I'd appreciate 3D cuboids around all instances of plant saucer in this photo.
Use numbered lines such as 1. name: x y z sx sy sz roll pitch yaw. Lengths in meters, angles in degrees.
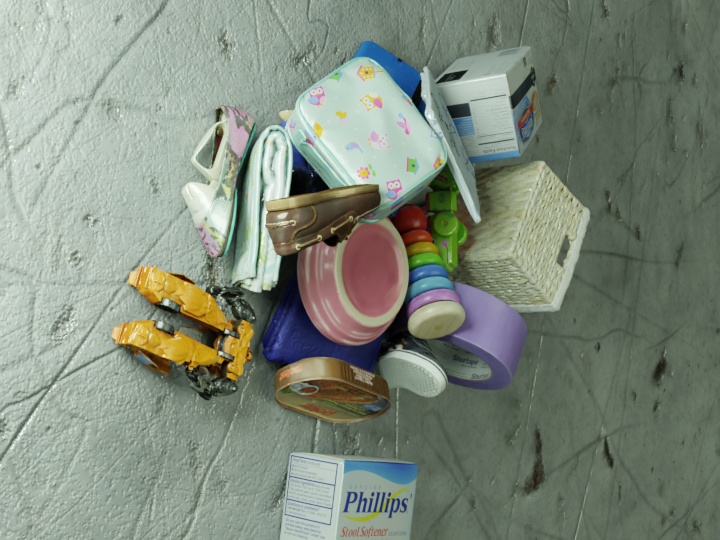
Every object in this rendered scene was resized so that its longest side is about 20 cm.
1. plant saucer: 0.000 0.000 1.562 0.199 0.050 0.204 5 84 -47

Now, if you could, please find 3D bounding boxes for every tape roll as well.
1. tape roll: 0.150 0.100 1.766 0.200 0.198 0.086 45 59 -42

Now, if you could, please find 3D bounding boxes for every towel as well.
1. towel: -0.042 0.076 1.613 0.199 0.049 0.149 22 91 -44
2. towel: -0.127 -0.073 1.455 0.047 0.171 0.203 8 87 -13

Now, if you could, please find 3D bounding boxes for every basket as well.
1. basket: 0.235 -0.054 1.874 0.161 0.198 0.200 43 59 -36

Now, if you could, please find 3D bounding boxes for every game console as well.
1. game console: 0.028 -0.211 1.692 0.169 0.119 0.201 32 41 -6

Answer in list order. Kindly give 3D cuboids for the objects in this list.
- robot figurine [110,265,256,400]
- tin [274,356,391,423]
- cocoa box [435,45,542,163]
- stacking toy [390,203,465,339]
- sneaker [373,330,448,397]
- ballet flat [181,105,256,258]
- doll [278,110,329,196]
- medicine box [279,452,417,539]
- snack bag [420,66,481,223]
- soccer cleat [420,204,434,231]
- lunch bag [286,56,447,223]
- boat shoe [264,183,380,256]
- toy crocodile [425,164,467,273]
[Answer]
1. robot figurine: -0.210 0.075 1.430 0.199 0.058 0.147 32 67 -46
2. tin: -0.039 0.168 1.607 0.199 0.111 0.042 28 43 -49
3. cocoa box: 0.202 -0.261 1.830 0.200 0.131 0.133 -51 130 -61
4. stacking toy: 0.087 -0.006 1.671 0.085 0.085 0.202 24 42 -48
5. sneaker: 0.076 0.129 1.672 0.079 0.199 0.079 -41 108 -23
6. ballet flat: -0.185 -0.117 1.457 0.070 0.069 0.203 21 69 -28
7. doll: -0.076 -0.115 1.571 0.135 0.048 0.203 -5 85 -23
8. medicine box: -0.018 0.367 1.645 0.181 0.102 0.203 14 82 -50
9. snack bag: 0.127 -0.176 1.642 0.201 0.021 0.190 -87 154 -62
10. soccer cleat: 0.083 -0.058 1.790 0.201 0.075 0.067 -63 169 -47
11. lunch bag: 0.002 -0.172 1.529 0.160 0.077 0.201 -38 85 -22
12. boat shoe: -0.043 -0.063 1.392 0.199 0.070 0.071 -17 98 -49
13. toy crocodile: 0.123 -0.098 1.735 0.067 0.061 0.203 22 65 -69
